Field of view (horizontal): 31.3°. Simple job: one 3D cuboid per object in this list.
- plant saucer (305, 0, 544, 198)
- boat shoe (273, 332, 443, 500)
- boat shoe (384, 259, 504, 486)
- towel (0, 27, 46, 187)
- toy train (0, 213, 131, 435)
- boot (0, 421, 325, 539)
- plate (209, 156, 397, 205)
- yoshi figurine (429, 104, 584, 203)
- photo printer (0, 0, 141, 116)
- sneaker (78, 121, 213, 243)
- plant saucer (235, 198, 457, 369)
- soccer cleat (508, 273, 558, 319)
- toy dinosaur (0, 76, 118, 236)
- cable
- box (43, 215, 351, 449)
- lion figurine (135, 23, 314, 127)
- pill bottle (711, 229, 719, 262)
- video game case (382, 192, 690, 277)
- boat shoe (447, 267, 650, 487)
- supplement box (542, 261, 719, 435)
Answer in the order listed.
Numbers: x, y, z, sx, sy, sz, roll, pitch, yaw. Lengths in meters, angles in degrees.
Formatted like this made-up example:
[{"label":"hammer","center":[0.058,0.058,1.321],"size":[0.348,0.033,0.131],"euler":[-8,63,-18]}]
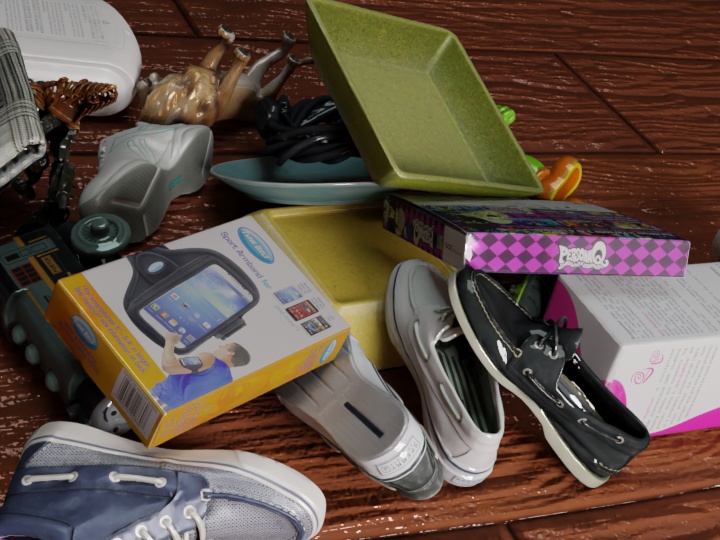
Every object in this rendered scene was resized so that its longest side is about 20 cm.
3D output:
[{"label":"plant saucer","center":[0.047,-0.140,1.138],"size":[0.198,0.048,0.201],"euler":[3,52,-45]},{"label":"boat shoe","center":[-0.007,0.103,0.918],"size":[0.072,0.071,0.200],"euler":[-36,34,-4]},{"label":"boat shoe","center":[0.073,0.061,0.972],"size":[0.073,0.067,0.202],"euler":[3,50,-26]},{"label":"towel","center":[-0.335,-0.090,0.983],"size":[0.035,0.199,0.193],"euler":[49,7,-41]},{"label":"toy train","center":[-0.192,0.039,0.927],"size":[0.113,0.086,0.200],"euler":[-23,51,-27]},{"label":"boot","center":[-0.124,0.159,0.791],"size":[0.197,0.073,0.091],"euler":[9,39,4]},{"label":"plate","center":[-0.039,-0.082,1.172],"size":[0.197,0.026,0.200],"euler":[1,12,0]},{"label":"yoshi figurine","center":[0.132,-0.104,1.258],"size":[0.198,0.114,0.111],"euler":[23,11,33]},{"label":"photo printer","center":[-0.316,-0.218,1.262],"size":[0.197,0.070,0.167],"euler":[2,35,-22]},{"label":"sneaker","center":[-0.200,-0.080,1.118],"size":[0.079,0.071,0.200],"euler":[13,25,13]},{"label":"plant saucer","center":[0.000,0.000,1.094],"size":[0.198,0.049,0.200],"euler":[-7,40,-32]},{"label":"soccer cleat","center":[0.178,0.023,1.115],"size":[0.081,0.068,0.200],"euler":[33,29,14]},{"label":"toy dinosaur","center":[-0.268,-0.107,1.031],"size":[0.101,0.200,0.137],"euler":[20,57,-19]},{"label":"cable","center":[-0.016,-0.129,1.217],"size":[0.161,0.052,0.200],"euler":[2,16,-14]},{"label":"box","center":[-0.098,0.031,0.869],"size":[0.199,0.042,0.119],"euler":[-24,63,-44]},{"label":"lion figurine","center":[-0.128,-0.177,1.273],"size":[0.199,0.123,0.073],"euler":[-1,43,-52]},{"label":"pill bottle","center":[0.395,0.029,1.163],"size":[0.109,0.112,0.201],"euler":[2,35,-20]},{"label":"video game case","center":[0.139,-0.031,1.062],"size":[0.197,0.036,0.181],"euler":[1,12,-21]},{"label":"boat shoe","center":[0.143,0.069,0.941],"size":[0.200,0.066,0.075],"euler":[54,30,-8]},{"label":"supplement box","center":[0.252,0.065,1.056],"size":[0.197,0.102,0.104],"euler":[-4,37,-29]}]
